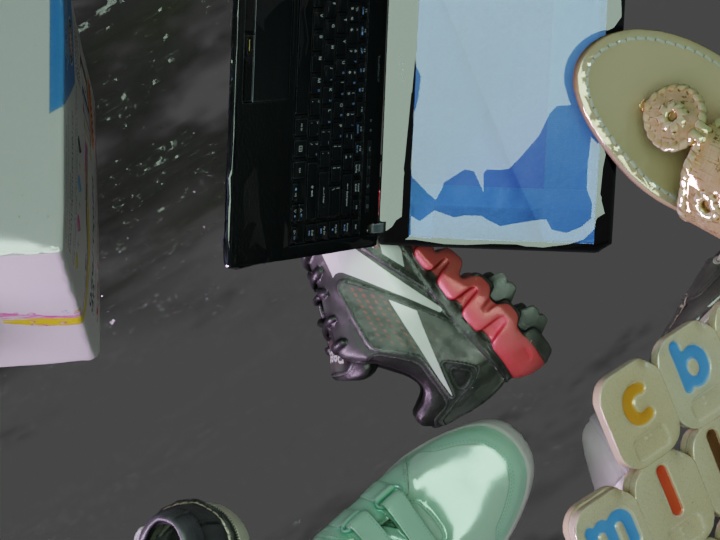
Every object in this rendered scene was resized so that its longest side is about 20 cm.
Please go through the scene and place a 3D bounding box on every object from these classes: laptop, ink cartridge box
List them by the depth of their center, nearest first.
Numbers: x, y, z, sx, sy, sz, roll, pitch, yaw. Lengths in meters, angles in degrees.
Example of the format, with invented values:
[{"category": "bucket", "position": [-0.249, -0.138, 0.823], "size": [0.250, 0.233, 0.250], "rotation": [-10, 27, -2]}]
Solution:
[{"category": "laptop", "position": [0.033, -0.092, 1.392], "size": [0.103, 0.200, 0.179], "rotation": [7, 99, 33]}, {"category": "ink cartridge box", "position": [-0.204, -0.047, 1.415], "size": [0.144, 0.200, 0.148], "rotation": [-2, 74, -1]}]

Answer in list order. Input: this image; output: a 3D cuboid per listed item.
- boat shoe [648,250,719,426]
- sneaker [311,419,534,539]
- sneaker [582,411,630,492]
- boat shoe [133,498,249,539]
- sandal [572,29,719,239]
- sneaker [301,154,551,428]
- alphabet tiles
[{"category": "boat shoe", "position": [0.216, -0.003, 1.501], "size": [0.200, 0.057, 0.067], "rotation": [-45, 125, 4]}, {"category": "sneaker", "position": [0.010, 0.152, 1.464], "size": [0.200, 0.118, 0.074], "rotation": [-41, 87, -1]}, {"category": "sneaker", "position": [0.135, 0.171, 1.484], "size": [0.084, 0.073, 0.201], "rotation": [-18, 90, -2]}, {"category": "boat shoe", "position": [-0.127, 0.204, 1.480], "size": [0.072, 0.063, 0.201], "rotation": [31, 95, 23]}, {"category": "sandal", "position": [0.196, -0.040, 1.416], "size": [0.212, 0.070, 0.078], "rotation": [45, 82, -10]}, {"category": "sneaker", "position": [0.000, 0.000, 1.488], "size": [0.200, 0.071, 0.098], "rotation": [45, 88, 0]}, {"category": "alphabet tiles", "position": [0.189, 0.117, 1.455], "size": [0.199, 0.015, 0.197], "rotation": [-31, 105, -28]}]
